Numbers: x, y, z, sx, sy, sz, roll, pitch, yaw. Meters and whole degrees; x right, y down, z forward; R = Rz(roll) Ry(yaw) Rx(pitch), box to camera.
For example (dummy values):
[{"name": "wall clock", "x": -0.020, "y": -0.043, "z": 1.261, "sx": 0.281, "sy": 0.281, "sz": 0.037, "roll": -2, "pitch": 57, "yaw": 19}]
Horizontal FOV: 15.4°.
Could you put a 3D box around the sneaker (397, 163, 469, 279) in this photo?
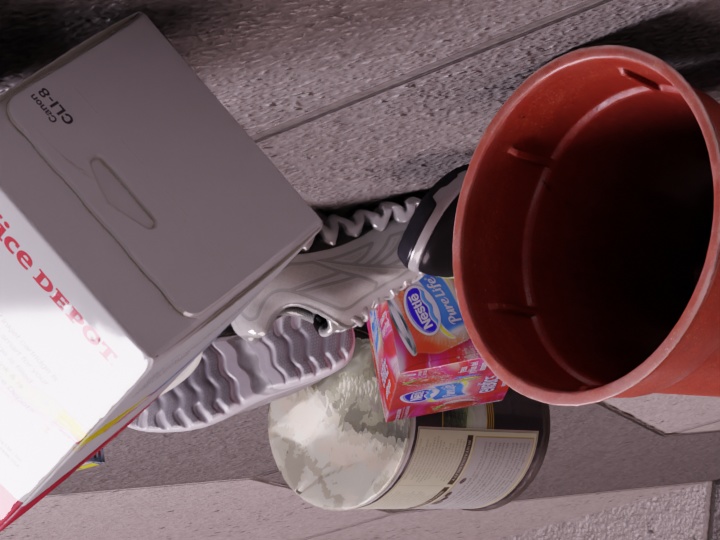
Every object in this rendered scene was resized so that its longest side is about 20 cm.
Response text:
[{"name": "sneaker", "x": 0.112, "y": -0.022, "z": 1.703, "sx": 0.199, "sy": 0.083, "sz": 0.072, "roll": -9, "pitch": 129, "yaw": -46}]

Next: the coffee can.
[{"name": "coffee can", "x": 0.042, "y": 0.124, "z": 2.176, "sx": 0.146, "sy": 0.147, "sz": 0.200, "roll": -20, "pitch": 165, "yaw": 35}]

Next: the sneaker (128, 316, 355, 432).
[{"name": "sneaker", "x": -0.096, "y": 0.085, "z": 2.046, "sx": 0.199, "sy": 0.075, "sz": 0.082, "roll": -12, "pitch": 166, "yaw": 4}]

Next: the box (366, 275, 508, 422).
[{"name": "box", "x": 0.058, "y": 0.039, "z": 1.920, "sx": 0.095, "sy": 0.100, "sz": 0.200, "roll": -10, "pitch": 168, "yaw": -4}]

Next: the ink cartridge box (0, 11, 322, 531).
[{"name": "ink cartridge box", "x": -0.146, "y": 0.003, "z": 1.302, "sx": 0.145, "sy": 0.145, "sz": 0.200, "roll": -39, "pitch": 177, "yaw": -43}]

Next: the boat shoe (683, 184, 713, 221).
[{"name": "boat shoe", "x": 0.179, "y": -0.050, "z": 1.660, "sx": 0.074, "sy": 0.087, "sz": 0.202, "roll": -12, "pitch": 167, "yaw": 4}]

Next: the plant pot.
[{"name": "plant pot", "x": 0.191, "y": -0.010, "z": 1.523, "sx": 0.195, "sy": 0.202, "sz": 0.200, "roll": 12, "pitch": 155, "yaw": -42}]

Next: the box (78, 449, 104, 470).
[{"name": "box", "x": -0.340, "y": 0.167, "z": 2.293, "sx": 0.199, "sy": 0.038, "sz": 0.136, "roll": -16, "pitch": 167, "yaw": 21}]

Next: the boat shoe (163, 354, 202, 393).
[{"name": "boat shoe", "x": -0.217, "y": 0.067, "z": 1.954, "sx": 0.199, "sy": 0.073, "sz": 0.062, "roll": -16, "pitch": -148, "yaw": -9}]

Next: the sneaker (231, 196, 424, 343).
[{"name": "sneaker", "x": 0.000, "y": 0.000, "z": 1.751, "sx": 0.199, "sy": 0.082, "sz": 0.075, "roll": -9, "pitch": 166, "yaw": -13}]
